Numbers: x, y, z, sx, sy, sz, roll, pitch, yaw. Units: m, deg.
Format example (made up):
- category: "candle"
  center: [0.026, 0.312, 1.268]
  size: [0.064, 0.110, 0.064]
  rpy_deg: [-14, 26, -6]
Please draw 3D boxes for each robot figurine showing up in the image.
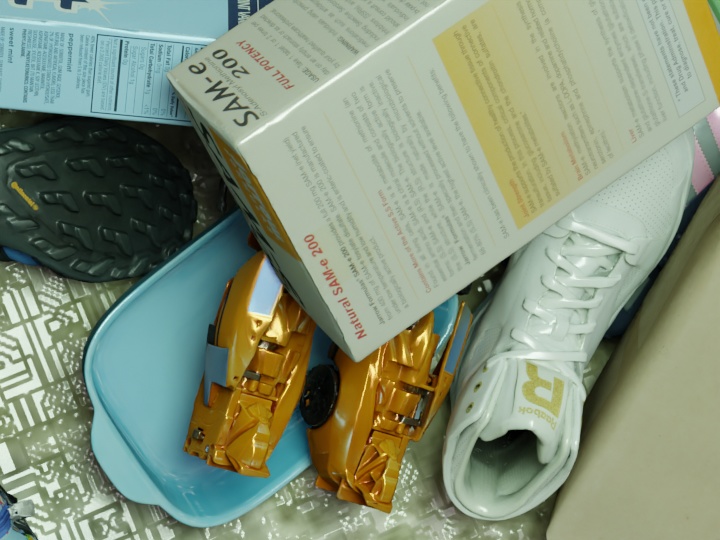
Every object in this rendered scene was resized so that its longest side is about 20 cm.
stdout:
- category: "robot figurine"
  center: [0.000, 0.000, 1.035]
  size: [0.145, 0.058, 0.201]
  rpy_deg: [17, 91, -33]

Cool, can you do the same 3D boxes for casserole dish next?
- category: "casserole dish"
  center: [-0.045, 0.027, 1.072]
  size: [0.200, 0.039, 0.121]
  rpy_deg: [-39, 113, -17]

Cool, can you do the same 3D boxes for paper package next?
- category: "paper package"
  center: [0.208, 0.067, 1.049]
  size: [0.190, 0.104, 0.200]
  rpy_deg: [27, 121, -1]

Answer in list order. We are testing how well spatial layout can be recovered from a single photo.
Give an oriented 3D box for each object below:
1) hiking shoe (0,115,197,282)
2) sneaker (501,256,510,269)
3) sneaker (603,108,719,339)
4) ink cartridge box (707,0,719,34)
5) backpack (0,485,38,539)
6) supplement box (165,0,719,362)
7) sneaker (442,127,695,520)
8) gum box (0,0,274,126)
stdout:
- category: "hiking shoe"
  center: [-0.167, -0.037, 1.044]
  size: [0.199, 0.087, 0.075]
  rpy_deg: [4, 96, -38]
- category: "sneaker"
  center: [0.094, -0.083, 1.093]
  size: [0.078, 0.070, 0.201]
  rpy_deg: [-19, 118, -18]
- category: "sneaker"
  center: [0.168, -0.049, 1.094]
  size: [0.082, 0.070, 0.201]
  rpy_deg: [28, 100, 23]
- category: "ink cartridge box"
  center: [0.152, -0.209, 1.042]
  size: [0.200, 0.087, 0.145]
  rpy_deg: [-54, 124, -30]
- category: "backpack"
  center: [-0.210, 0.140, 0.945]
  size: [0.182, 0.200, 0.135]
  rpy_deg: [-27, 90, -15]
- category: "supplement box"
  center: [0.040, -0.075, 0.937]
  size: [0.200, 0.074, 0.126]
  rpy_deg: [-34, 130, -9]
- category: "sneaker"
  center: [0.092, 0.023, 1.026]
  size: [0.073, 0.200, 0.116]
  rpy_deg: [18, 37, -7]
- category: "gum box"
  center: [-0.129, -0.123, 1.008]
  size: [0.199, 0.170, 0.045]
  rpy_deg: [6, 119, -7]
